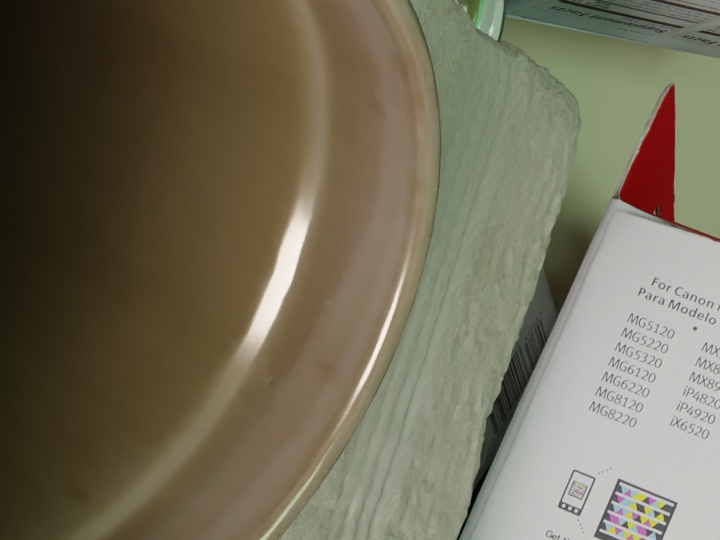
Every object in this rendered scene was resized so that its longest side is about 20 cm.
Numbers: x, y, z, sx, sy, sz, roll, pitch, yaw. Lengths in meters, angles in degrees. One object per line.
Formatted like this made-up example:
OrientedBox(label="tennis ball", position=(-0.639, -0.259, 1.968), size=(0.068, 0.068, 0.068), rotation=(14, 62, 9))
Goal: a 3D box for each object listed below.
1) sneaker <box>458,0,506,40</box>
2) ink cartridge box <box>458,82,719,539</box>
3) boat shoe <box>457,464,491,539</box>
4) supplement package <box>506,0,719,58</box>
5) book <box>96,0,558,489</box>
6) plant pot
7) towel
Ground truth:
OrientedBox(label="sneaker", position=(-0.017, -0.057, 0.882), size=(0.088, 0.077, 0.201), rotation=(23, 78, -32))
OrientedBox(label="ink cartridge box", position=(0.106, 0.060, 0.930), size=(0.200, 0.084, 0.176), rotation=(71, 42, -70))
OrientedBox(label="boat shoe", position=(-0.033, 0.095, 0.888), size=(0.200, 0.074, 0.061), rotation=(-32, 121, -25))
OrientedBox(label="supplement package", position=(0.155, -0.170, 0.905), size=(0.150, 0.200, 0.153), rotation=(5, 75, -42))
OrientedBox(label="book", position=(0.000, 0.000, 0.802), size=(0.134, 0.048, 0.200), rotation=(-54, 143, -30))
OrientedBox(label="plant pot", position=(-0.111, -0.024, 0.631), size=(0.200, 0.173, 0.201), rotation=(-31, 138, -33))
OrientedBox(label="towel", position=(0.001, 0.027, 0.745), size=(0.132, 0.034, 0.201), rotation=(27, 80, -63))
